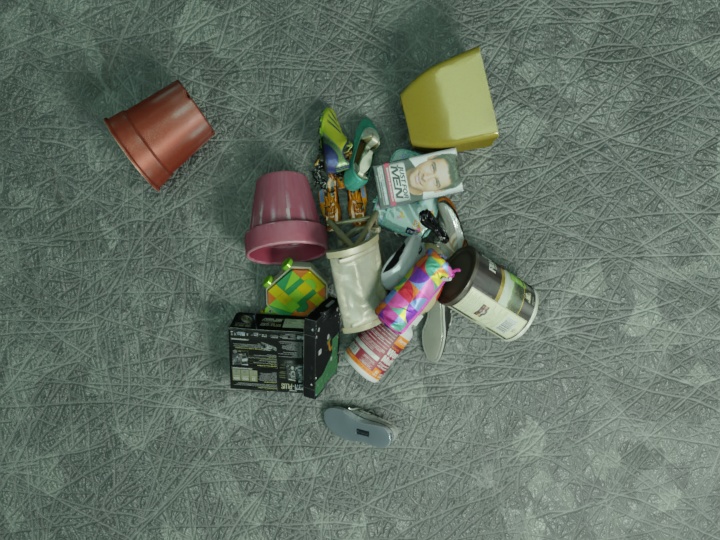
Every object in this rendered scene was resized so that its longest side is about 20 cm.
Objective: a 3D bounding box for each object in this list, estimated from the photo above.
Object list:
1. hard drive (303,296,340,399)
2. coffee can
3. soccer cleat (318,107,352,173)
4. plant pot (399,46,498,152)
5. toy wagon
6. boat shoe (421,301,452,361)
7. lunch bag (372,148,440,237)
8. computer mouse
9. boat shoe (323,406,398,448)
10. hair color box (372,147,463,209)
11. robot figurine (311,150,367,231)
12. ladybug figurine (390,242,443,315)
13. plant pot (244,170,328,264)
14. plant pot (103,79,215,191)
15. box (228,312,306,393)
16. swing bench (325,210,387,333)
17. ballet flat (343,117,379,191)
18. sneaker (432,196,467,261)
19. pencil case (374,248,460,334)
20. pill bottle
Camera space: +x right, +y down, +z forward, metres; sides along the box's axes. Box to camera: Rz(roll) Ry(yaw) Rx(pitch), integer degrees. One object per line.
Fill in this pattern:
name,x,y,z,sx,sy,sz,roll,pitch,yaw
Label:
hard drive,-0.092,0.181,1.484,0.037,0.140,0.206,10,113,20
coffee can,0.294,0.056,1.462,0.197,0.146,0.149,30,93,-20
soccer cleat,-0.059,-0.308,1.486,0.081,0.065,0.204,-2,53,-3
plant pot,0.197,-0.371,1.455,0.194,0.195,0.200,-14,93,8
toy wagon,-0.168,0.066,1.525,0.199,0.040,0.155,-39,115,19
boat shoe,0.193,0.119,1.538,0.073,0.059,0.207,1,93,45
lunch bag,0.117,-0.181,1.516,0.156,0.077,0.205,20,93,0
computer mouse,0.121,-0.036,1.397,0.201,0.043,0.110,-52,132,-14
boat shoe,0.007,0.376,1.553,0.197,0.085,0.077,7,99,31
hair color box,0.131,-0.211,1.445,0.194,0.061,0.102,-12,92,2
robot figurine,-0.044,-0.202,1.528,0.141,0.058,0.206,-7,93,-1
ladybug figurine,0.141,0.024,1.455,0.133,0.072,0.203,-5,49,34
plant pot,-0.179,-0.126,1.481,0.194,0.200,0.184,-7,77,2
plant pot,-0.461,-0.328,1.477,0.194,0.201,0.203,-37,92,-5
box,-0.214,0.200,1.518,0.194,0.086,0.168,3,111,2
swing bench,0.000,0.000,1.438,0.126,0.201,0.204,-9,117,2
ballet flat,0.015,-0.281,1.483,0.067,0.070,0.205,30,63,-30
sneaker,0.204,-0.076,1.494,0.090,0.076,0.203,-18,119,10
pencil case,0.119,0.045,1.341,0.088,0.088,0.200,43,91,-1
pill bottle,0.058,0.160,1.520,0.109,0.110,0.201,38,94,-1
